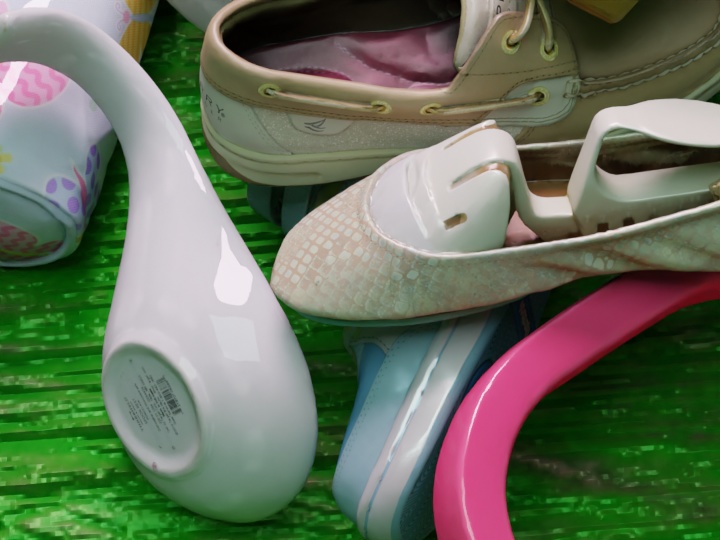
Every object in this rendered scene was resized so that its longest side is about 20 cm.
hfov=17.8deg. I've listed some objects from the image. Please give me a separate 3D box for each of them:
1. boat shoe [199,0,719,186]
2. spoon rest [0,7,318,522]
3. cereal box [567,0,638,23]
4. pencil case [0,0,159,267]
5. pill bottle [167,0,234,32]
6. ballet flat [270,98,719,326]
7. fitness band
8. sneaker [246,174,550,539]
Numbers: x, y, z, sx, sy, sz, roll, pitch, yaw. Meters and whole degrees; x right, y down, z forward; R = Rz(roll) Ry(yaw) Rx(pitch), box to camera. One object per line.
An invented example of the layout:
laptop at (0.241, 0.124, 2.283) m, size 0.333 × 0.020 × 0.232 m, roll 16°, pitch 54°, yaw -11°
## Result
boat shoe at (0.040, -0.078, 0.808) m, size 0.199 × 0.066 × 0.074 m, roll -13°, pitch 59°, yaw -3°
spoon rest at (-0.074, -0.003, 0.826) m, size 0.061 × 0.099 × 0.201 m, roll -28°, pitch 94°, yaw -44°
cereal box at (0.071, -0.204, 0.790) m, size 0.144 × 0.039 × 0.200 m, roll -47°, pitch 58°, yaw 19°
pencil case at (-0.129, -0.102, 0.909) m, size 0.090 × 0.083 × 0.201 m, roll 5°, pitch 65°, yaw 15°
pill bottle at (-0.007, -0.191, 0.920) m, size 0.112 × 0.112 × 0.201 m, roll 12°, pitch 66°, yaw 12°
ballet flat at (0.065, -0.028, 0.777) m, size 0.199 × 0.063 × 0.068 m, roll -8°, pitch 44°, yaw -1°
fitness band at (0.117, 0.069, 0.787) m, size 0.200 × 0.037 × 0.144 m, roll -30°, pitch 79°, yaw -27°
sneaker at (0.000, 0.000, 0.849) m, size 0.130 × 0.080 × 0.201 m, roll 16°, pitch 61°, yaw 15°
